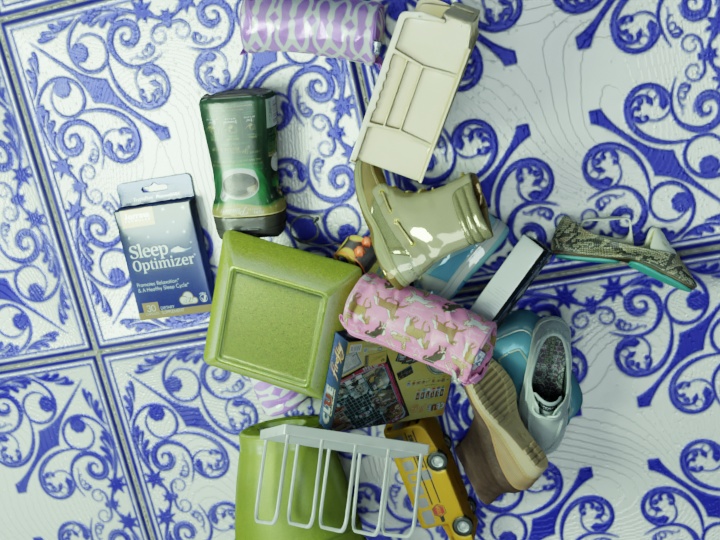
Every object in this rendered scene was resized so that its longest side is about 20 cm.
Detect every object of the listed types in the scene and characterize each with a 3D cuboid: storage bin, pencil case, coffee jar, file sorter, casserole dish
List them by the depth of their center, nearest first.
[{"bbox_3d":[0.075,-0.233,1.344,0.093,0.200,0.200,21,110,2],"label":"storage bin"},{"bbox_3d":[0.075,0.073,1.382,0.198,0.087,0.084,23,124,16],"label":"pencil case"},{"bbox_3d":[-0.061,-0.315,1.412,0.197,0.084,0.086,10,132,9],"label":"pencil case"},{"bbox_3d":[-0.029,0.282,1.432,0.198,0.139,0.126,10,77,-16],"label":"file sorter"},{"bbox_3d":[-0.158,-0.143,1.476,0.103,0.085,0.203,-2,106,8],"label":"coffee jar"},{"bbox_3d":[0.231,0.150,1.518,0.120,0.039,0.201,-27,101,18],"label":"casserole dish"},{"bbox_3d":[-0.134,0.109,1.542,0.085,0.084,0.202,-24,102,-3],"label":"pencil case"}]

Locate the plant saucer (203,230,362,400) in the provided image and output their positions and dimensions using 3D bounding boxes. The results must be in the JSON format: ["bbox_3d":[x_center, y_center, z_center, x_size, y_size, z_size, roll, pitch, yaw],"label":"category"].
[{"bbox_3d":[-0.114,0.069,1.444,0.198,0.048,0.202,16,110,10],"label":"plant saucer"}]

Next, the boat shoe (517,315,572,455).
[{"bbox_3d":[0.249,0.165,1.460,0.069,0.072,0.203,5,108,9],"label":"boat shoe"}]

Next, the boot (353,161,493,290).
[{"bbox_3d":[0.079,-0.091,1.387,0.154,0.202,0.073,-28,143,16],"label":"boot"}]

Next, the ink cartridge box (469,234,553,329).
[{"bbox_3d":[0.180,0.044,1.444,0.039,0.099,0.201,39,101,14],"label":"ink cartridge box"}]

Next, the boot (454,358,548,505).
[{"bbox_3d":[0.166,0.224,1.511,0.201,0.072,0.166,60,147,11],"label":"boot"}]

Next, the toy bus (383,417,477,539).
[{"bbox_3d":[0.106,0.304,1.573,0.078,0.065,0.202,-18,103,16],"label":"toy bus"}]

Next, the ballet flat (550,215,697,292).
[{"bbox_3d":[0.354,-0.031,1.430,0.198,0.068,0.076,15,89,8],"label":"ballet flat"}]

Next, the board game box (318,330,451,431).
[{"bbox_3d":[0.042,0.144,1.485,0.198,0.035,0.137,-3,113,-36],"label":"board game box"}]

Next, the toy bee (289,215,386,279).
[{"bbox_3d":[0.000,0.000,1.467,0.198,0.109,0.132,22,71,-18],"label":"toy bee"}]

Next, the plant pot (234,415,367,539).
[{"bbox_3d":[-0.099,0.317,1.563,0.198,0.200,0.195,-7,94,13],"label":"plant pot"}]

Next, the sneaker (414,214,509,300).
[{"bbox_3d":[0.091,-0.024,1.458,0.130,0.080,0.200,43,86,-2],"label":"sneaker"}]

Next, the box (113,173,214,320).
[{"bbox_3d":[-0.283,-0.032,1.564,0.120,0.032,0.202,-7,104,13],"label":"box"}]
